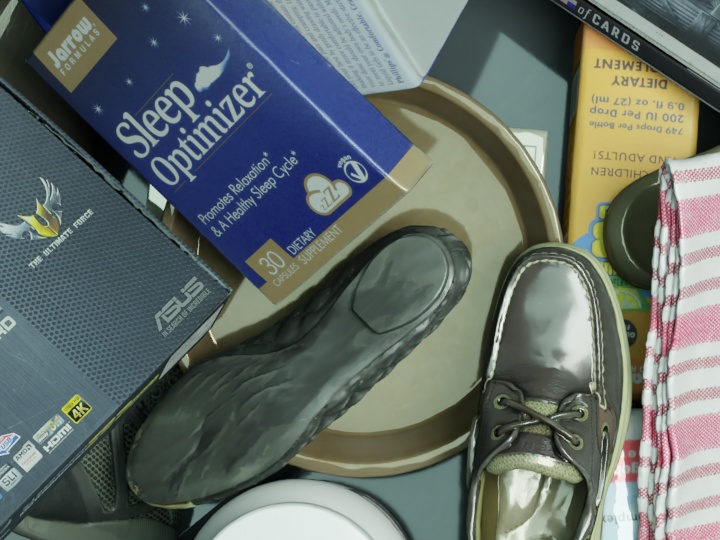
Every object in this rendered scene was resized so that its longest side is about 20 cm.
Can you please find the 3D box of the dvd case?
[{"bbox_3d":[0.155,-0.178,1.156,0.200,0.025,0.150,36,61,13],"label":"dvd case"}]

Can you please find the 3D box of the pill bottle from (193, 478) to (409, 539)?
[{"bbox_3d":[-0.028,0.158,1.084,0.115,0.200,0.116,0,84,2],"label":"pill bottle"}]

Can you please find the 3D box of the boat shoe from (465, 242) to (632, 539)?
[{"bbox_3d":[0.087,0.087,1.049,0.073,0.065,0.201,2,90,12],"label":"boat shoe"}]

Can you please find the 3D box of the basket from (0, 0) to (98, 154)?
[{"bbox_3d":[-0.217,-0.049,1.148,0.180,0.136,0.200,32,82,-3],"label":"basket"}]

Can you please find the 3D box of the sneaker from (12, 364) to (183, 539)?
[{"bbox_3d":[-0.152,0.077,1.109,0.076,0.199,0.115,13,84,41],"label":"sneaker"}]

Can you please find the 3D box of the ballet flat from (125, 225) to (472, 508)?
[{"bbox_3d":[-0.026,0.052,1.067,0.200,0.057,0.067,-36,72,11],"label":"ballet flat"}]

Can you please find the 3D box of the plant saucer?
[{"bbox_3d":[0.000,0.000,1.096,0.199,0.029,0.201,0,94,2],"label":"plant saucer"}]

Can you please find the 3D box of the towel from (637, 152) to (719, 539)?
[{"bbox_3d":[0.203,0.042,1.067,0.146,0.030,0.201,-5,104,-26],"label":"towel"}]

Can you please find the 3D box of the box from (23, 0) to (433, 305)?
[{"bbox_3d":[-0.074,-0.085,1.021,0.200,0.121,0.032,45,49,-4],"label":"box"}]

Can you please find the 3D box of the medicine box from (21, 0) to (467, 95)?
[{"bbox_3d":[-0.037,-0.175,1.086,0.200,0.103,0.182,-4,44,38],"label":"medicine box"}]

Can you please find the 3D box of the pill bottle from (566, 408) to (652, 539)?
[{"bbox_3d":[0.128,0.171,1.124,0.108,0.109,0.201,-4,85,1],"label":"pill bottle"}]

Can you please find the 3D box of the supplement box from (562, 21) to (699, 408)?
[{"bbox_3d":[0.138,-0.030,1.164,0.066,0.069,0.201,4,86,2],"label":"supplement box"}]

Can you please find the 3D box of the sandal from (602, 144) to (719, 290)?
[{"bbox_3d":[0.214,-0.049,1.105,0.199,0.054,0.081,-25,84,-1],"label":"sandal"}]

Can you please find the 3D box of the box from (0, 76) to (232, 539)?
[{"bbox_3d":[-0.181,0.028,1.022,0.158,0.051,0.200,42,60,4],"label":"box"}]

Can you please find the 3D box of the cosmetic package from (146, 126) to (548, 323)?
[{"bbox_3d":[-0.007,-0.028,1.157,0.199,0.087,0.104,6,89,1],"label":"cosmetic package"}]
